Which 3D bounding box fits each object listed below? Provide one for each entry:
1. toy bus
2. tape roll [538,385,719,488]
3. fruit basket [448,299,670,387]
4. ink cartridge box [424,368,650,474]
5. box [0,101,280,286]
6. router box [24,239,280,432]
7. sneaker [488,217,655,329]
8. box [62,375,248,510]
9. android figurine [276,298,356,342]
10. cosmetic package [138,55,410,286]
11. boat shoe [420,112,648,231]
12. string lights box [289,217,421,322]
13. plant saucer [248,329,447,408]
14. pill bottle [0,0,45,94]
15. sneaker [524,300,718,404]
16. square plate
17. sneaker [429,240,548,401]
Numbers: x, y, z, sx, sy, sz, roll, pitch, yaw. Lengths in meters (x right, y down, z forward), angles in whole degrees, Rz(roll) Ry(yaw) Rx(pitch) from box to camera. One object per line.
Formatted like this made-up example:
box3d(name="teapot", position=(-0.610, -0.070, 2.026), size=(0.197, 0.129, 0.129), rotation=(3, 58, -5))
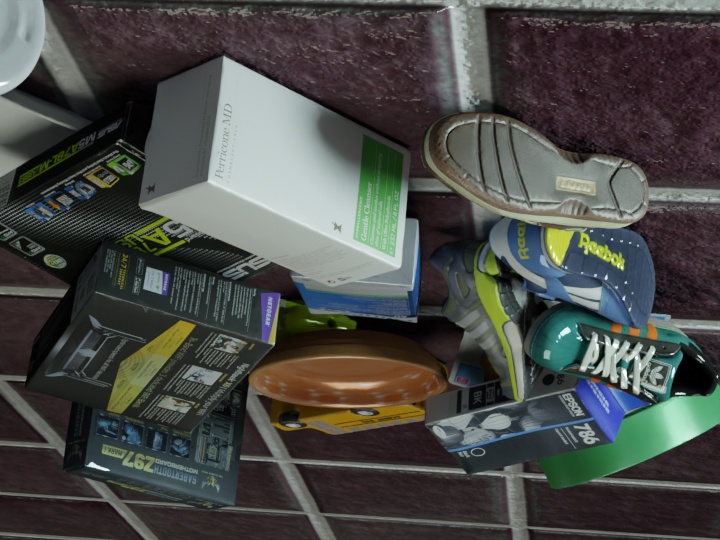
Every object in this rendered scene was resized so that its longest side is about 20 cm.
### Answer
box3d(name="toy bus", position=(-0.006, 0.136, 1.928), size=(0.200, 0.065, 0.078), rotation=(-14, 154, 40))
box3d(name="tape roll", position=(0.277, 0.163, 1.806), size=(0.200, 0.048, 0.200), rotation=(-24, 179, -1))
box3d(name="fruit basket", position=(0.188, 0.085, 1.707), size=(0.185, 0.094, 0.200), rotation=(7, 156, -3))
box3d(name="ink cartridge box", position=(0.171, 0.139, 1.696), size=(0.200, 0.039, 0.099), rotation=(-18, 135, 24))
box3d(name="box", position=(-0.179, -0.039, 1.416), size=(0.200, 0.048, 0.193), rotation=(-23, 136, 38))
box3d(name="router box", position=(-0.178, 0.060, 1.484), size=(0.157, 0.052, 0.200), rotation=(18, 147, -20))
box3d(name="sneaker", position=(0.186, -0.006, 1.499), size=(0.082, 0.074, 0.200), rotation=(-4, 155, 38))
box3d(name="box", position=(-0.220, 0.164, 1.922), size=(0.200, 0.158, 0.051), rotation=(20, 155, -35))
box3d(name="android figurine", position=(-0.089, 0.067, 1.803), size=(0.200, 0.041, 0.182), rotation=(17, 157, -32))
box3d(name="cosmetic package", position=(-0.062, -0.071, 1.338), size=(0.085, 0.108, 0.200), rotation=(-14, 153, 43))
box3d(name="boat shoe", position=(0.123, -0.066, 1.353), size=(0.202, 0.075, 0.075), rotation=(17, 162, -28))
box3d(name="string lights box", position=(0.000, 0.000, 1.524), size=(0.103, 0.059, 0.200), rotation=(5, 170, 4))
box3d(name="plant saucer", position=(-0.012, 0.098, 1.767), size=(0.200, 0.038, 0.200), rotation=(1, 162, 0))
box3d(name="pill bottle", position=(-0.315, -0.150, 1.172), size=(0.200, 0.120, 0.120), rotation=(-14, 152, 42))
box3d(name="sneaker", position=(0.239, 0.075, 1.567), size=(0.200, 0.072, 0.080), rotation=(8, -160, -36))
box3d(name="square plate", position=(-0.307, -0.110, 1.407), size=(0.198, 0.029, 0.200), rotation=(22, 153, -36))
box3d(name="sneaker", position=(0.120, 0.040, 1.585), size=(0.081, 0.074, 0.200), rotation=(12, 140, 30))
